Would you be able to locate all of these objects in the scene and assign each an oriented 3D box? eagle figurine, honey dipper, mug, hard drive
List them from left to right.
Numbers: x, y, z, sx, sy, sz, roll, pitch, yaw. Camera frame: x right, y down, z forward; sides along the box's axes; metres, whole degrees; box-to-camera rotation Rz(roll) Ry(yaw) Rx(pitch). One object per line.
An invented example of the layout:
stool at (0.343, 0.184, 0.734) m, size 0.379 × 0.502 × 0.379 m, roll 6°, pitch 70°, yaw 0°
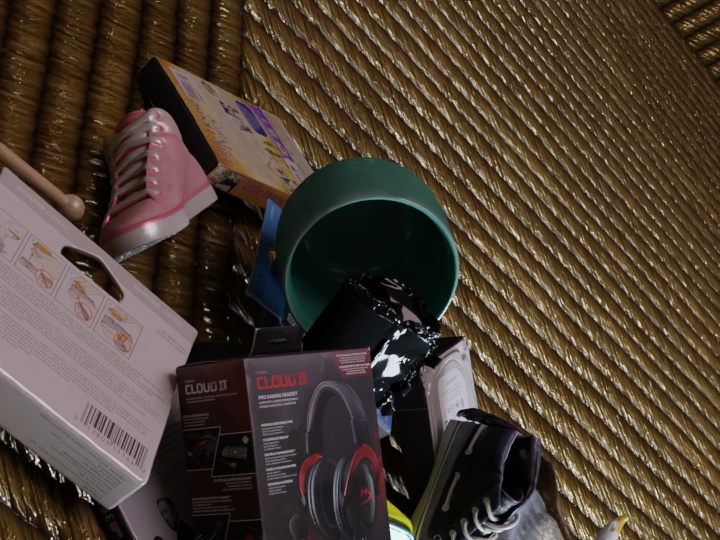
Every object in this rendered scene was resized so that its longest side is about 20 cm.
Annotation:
honey dipper at (-0.279, -0.095, 1.286) m, size 0.200 × 0.038 × 0.038 m, roll 42°, pitch 30°, yaw -40°
mug at (-0.006, -0.008, 1.466) m, size 0.152 × 0.185 × 0.114 m, roll 26°, pitch 22°, yaw -21°
hard drive at (0.081, 0.174, 1.617) m, size 0.140 × 0.038 × 0.201 m, roll -25°, pitch 109°, yaw -66°
eagle figurine at (0.216, 0.299, 1.752) m, size 0.200 × 0.152 × 0.151 m, roll 37°, pitch 63°, yaw 6°

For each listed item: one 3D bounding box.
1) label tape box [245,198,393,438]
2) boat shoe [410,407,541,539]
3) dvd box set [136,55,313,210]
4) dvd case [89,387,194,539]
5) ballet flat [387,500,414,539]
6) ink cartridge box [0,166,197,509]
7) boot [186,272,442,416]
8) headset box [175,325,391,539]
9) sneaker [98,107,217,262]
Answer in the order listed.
label tape box at (-0.050, 0.053, 1.545) m, size 0.200 × 0.066 × 0.143 m, roll 46°, pitch 28°, yaw -26°
boat shoe at (0.100, 0.224, 1.514) m, size 0.075 × 0.093 × 0.201 m, roll 18°, pitch 83°, yaw -31°
dvd box set at (-0.113, -0.117, 1.601) m, size 0.200 × 0.029 × 0.146 m, roll 21°, pitch 31°, yaw -55°
dvd case at (-0.141, 0.183, 1.275) m, size 0.200 × 0.025 × 0.150 m, roll 63°, pitch 24°, yaw 4°
ballet flat at (-0.026, 0.198, 1.453) m, size 0.200 × 0.067 × 0.067 m, roll 36°, pitch 13°, yaw -48°
ink cartridge box at (-0.219, 0.046, 1.205) m, size 0.200 × 0.045 × 0.176 m, roll 42°, pitch 31°, yaw -19°
boot at (-0.041, 0.067, 1.388) m, size 0.198 × 0.163 × 0.073 m, roll 25°, pitch 29°, yaw -33°
headset box at (-0.056, 0.142, 1.267) m, size 0.148 × 0.075 × 0.201 m, roll -1°, pitch 83°, yaw -51°
sneaker at (-0.185, -0.073, 1.397) m, size 0.105 × 0.075 × 0.200 m, roll 62°, pitch 16°, yaw -9°
